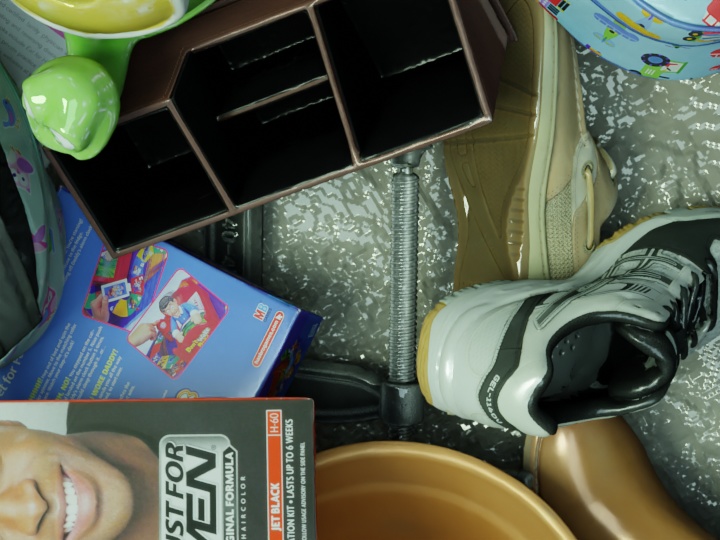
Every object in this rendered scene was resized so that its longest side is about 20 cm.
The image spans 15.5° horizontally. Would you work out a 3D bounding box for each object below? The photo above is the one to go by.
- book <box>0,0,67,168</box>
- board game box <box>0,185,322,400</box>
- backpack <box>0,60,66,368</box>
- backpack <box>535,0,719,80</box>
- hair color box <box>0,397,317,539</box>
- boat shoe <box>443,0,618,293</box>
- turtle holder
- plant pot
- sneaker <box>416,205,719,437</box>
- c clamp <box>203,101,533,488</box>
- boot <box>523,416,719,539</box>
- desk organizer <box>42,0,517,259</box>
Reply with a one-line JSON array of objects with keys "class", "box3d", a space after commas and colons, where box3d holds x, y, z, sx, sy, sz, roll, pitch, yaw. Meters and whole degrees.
[{"class": "book", "box3d": [-0.143, -0.159, 1.234, 0.133, 0.048, 0.200, 38, 103, -8]}, {"class": "board game box", "box3d": [-0.124, 0.080, 1.247, 0.134, 0.045, 0.201, 27, 91, 14]}, {"class": "backpack", "box3d": [-0.206, -0.043, 1.173, 0.166, 0.127, 0.201, -24, 96, 11]}, {"class": "backpack", "box3d": [0.153, -0.188, 1.144, 0.182, 0.135, 0.200, 42, 89, -7]}, {"class": "hair color box", "box3d": [-0.118, 0.111, 1.147, 0.199, 0.061, 0.102, -1, 70, -3]}, {"class": "boat shoe", "box3d": [0.083, -0.040, 1.240, 0.064, 0.071, 0.201, -10, 111, -33]}, {"class": "turtle holder", "box3d": [-0.117, -0.158, 1.127, 0.141, 0.132, 0.186, 37, 97, -1]}, {"class": "plant pot", "box3d": [0.013, 0.196, 1.228, 0.199, 0.140, 0.201, 1, 68, -2]}, {"class": "sneaker", "box3d": [0.124, 0.031, 1.195, 0.199, 0.088, 0.076, -22, 118, -31]}, {"class": "c clamp", "box3d": [0.000, 0.000, 1.251, 0.170, 0.027, 0.201, 1, 102, 27]}, {"class": "boot", "box3d": [0.166, 0.142, 1.224, 0.074, 0.154, 0.201, -37, 112, -29]}, {"class": "desk organizer", "box3d": [-0.037, -0.081, 1.182, 0.199, 0.077, 0.072, -19, 119, 21]}]
